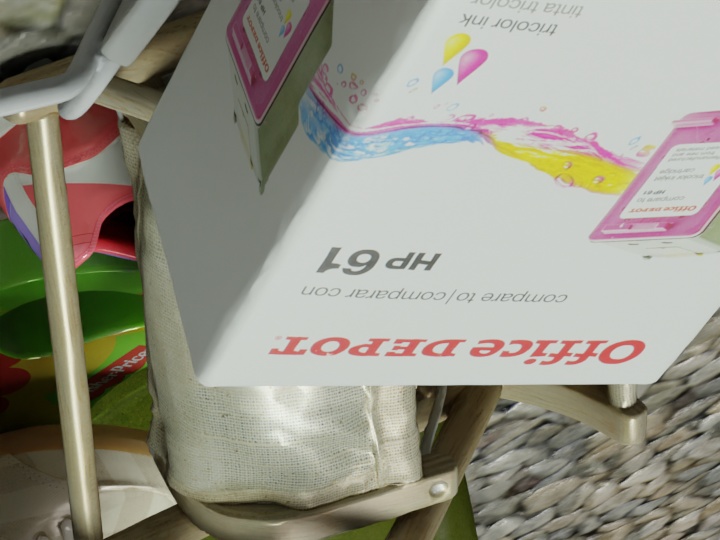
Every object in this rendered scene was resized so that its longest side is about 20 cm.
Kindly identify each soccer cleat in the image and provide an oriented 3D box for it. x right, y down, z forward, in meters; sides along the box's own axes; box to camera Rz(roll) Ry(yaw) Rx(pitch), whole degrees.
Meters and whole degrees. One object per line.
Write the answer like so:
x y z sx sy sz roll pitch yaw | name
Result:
-0.050 -0.031 0.945 0.200 0.073 0.068 -1 150 -47 | soccer cleat

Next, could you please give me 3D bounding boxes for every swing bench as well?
0.000 0.000 0.868 0.200 0.130 0.199 -38 137 -43 | swing bench

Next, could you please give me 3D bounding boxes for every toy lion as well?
-0.156 0.030 0.997 0.200 0.069 0.191 -32 151 35 | toy lion

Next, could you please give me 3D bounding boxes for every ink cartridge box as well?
0.048 -0.057 0.640 0.144 0.085 0.200 1 145 -27 | ink cartridge box

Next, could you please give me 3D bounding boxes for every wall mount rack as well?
-0.066 -0.098 0.651 0.074 0.174 0.200 31 137 -12 | wall mount rack

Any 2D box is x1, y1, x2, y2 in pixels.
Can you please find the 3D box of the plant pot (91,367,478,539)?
-0.030 0.115 1.157 0.200 0.193 0.200 -22 160 -9 | plant pot

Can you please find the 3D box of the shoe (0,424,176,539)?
-0.158 0.101 1.014 0.200 0.053 0.070 -6 153 -4 | shoe
